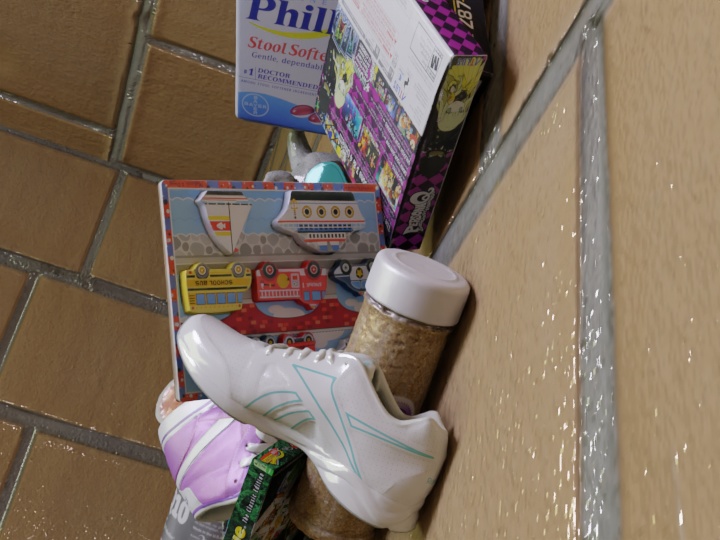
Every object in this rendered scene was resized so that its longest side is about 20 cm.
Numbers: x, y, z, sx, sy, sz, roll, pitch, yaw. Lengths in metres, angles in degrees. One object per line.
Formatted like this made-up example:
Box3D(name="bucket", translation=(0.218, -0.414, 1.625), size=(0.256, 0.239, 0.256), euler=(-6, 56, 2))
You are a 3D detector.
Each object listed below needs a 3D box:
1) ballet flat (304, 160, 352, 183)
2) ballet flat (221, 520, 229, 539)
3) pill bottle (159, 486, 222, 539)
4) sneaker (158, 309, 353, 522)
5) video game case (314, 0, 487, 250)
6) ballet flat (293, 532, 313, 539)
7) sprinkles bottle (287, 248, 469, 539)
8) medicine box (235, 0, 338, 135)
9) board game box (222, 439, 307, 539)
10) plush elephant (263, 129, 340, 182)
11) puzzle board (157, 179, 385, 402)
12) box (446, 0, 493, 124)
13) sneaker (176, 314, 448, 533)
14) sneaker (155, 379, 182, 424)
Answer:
Box3D(name="ballet flat", translation=(0.000, 0.000, 0.942), size=(0.068, 0.067, 0.203), euler=(41, -144, -64))
Box3D(name="ballet flat", translation=(-0.106, 0.288, 1.062), size=(0.201, 0.075, 0.065), euler=(-82, 6, -55))
Box3D(name="pill bottle", translation=(-0.159, 0.259, 1.280), size=(0.114, 0.112, 0.203), euler=(-124, 52, -78))
Box3D(name="sneaker", translation=(-0.066, 0.121, 0.860), size=(0.200, 0.072, 0.115), euler=(-43, 50, 16))
Box3D(name="video game case", translation=(0.023, -0.150, 0.885), size=(0.201, 0.035, 0.183), euler=(-117, 34, -43))
Box3D(name="ballet flat", translation=(-0.049, 0.230, 0.900), size=(0.200, 0.046, 0.068), euler=(-168, 96, -81))
Box3D(name="sprinkles bottle", translation=(0.011, 0.089, 0.749), size=(0.068, 0.067, 0.202), euler=(-104, 32, -72))
Box3D(name="medicine box", translation=(-0.029, -0.245, 1.102), size=(0.201, 0.179, 0.104), euler=(97, -175, -48))
Box3D(name="board game box", translation=(-0.046, 0.160, 0.829), size=(0.200, 0.023, 0.106), euler=(-22, -48, -67))
Box3D(name="plush elephant", translation=(-0.055, -0.077, 1.181), size=(0.201, 0.163, 0.156), euler=(54, 146, 43))
Box3D(name="puzzle board", translation=(-0.053, 0.010, 0.802), size=(0.017, 0.198, 0.153), euler=(-9, 85, 49))
Box3D(name="box", translation=(0.053, -0.163, 0.963), size=(0.201, 0.048, 0.163), euler=(118, 158, -50))
Box3D(name="sneaker", translation=(-0.029, 0.077, 0.698), size=(0.081, 0.199, 0.070), euler=(-61, -16, 13))
Box3D(name="sneaker", translation=(-0.094, 0.141, 0.969), size=(0.198, 0.080, 0.072), euler=(8, 63, 44))
